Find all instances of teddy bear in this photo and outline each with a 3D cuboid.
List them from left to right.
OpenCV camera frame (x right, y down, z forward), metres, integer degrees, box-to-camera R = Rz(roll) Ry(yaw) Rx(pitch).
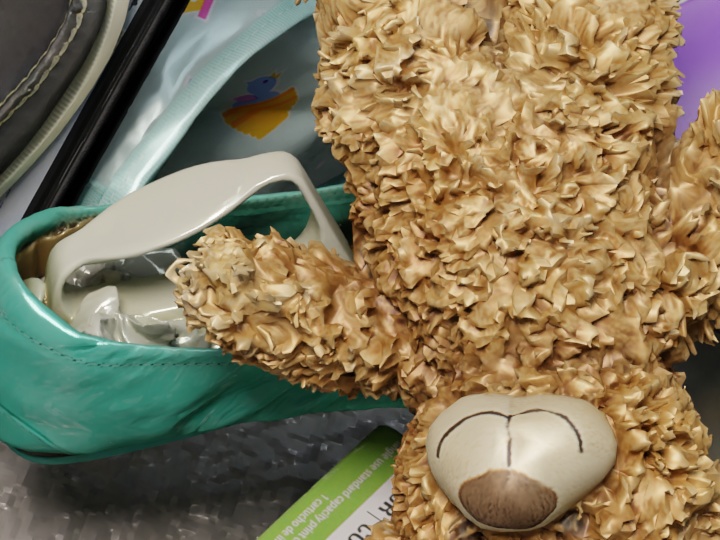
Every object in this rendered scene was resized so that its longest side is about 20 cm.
[{"bbox_3d":[0.034,-0.014,0.611,0.145,0.067,0.201,13,79,-2],"label":"teddy bear"}]

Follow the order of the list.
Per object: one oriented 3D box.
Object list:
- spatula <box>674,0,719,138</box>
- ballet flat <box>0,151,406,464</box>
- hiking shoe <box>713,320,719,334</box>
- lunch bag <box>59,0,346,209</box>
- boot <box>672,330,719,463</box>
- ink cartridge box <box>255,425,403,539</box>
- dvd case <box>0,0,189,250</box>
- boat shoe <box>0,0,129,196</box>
[{"bbox_3d":[0.072,-0.106,0.733,0.056,0.021,0.200,-24,66,9],"label":"spatula"},{"bbox_3d":[0.000,0.000,0.671,0.199,0.071,0.067,-11,48,-10],"label":"ballet flat"},{"bbox_3d":[0.121,0.065,0.733,0.200,0.087,0.074,26,43,7],"label":"hiking shoe"},{"bbox_3d":[-0.080,-0.082,0.785,0.170,0.122,0.200,35,39,14],"label":"lunch bag"},{"bbox_3d":[0.129,0.080,0.649,0.075,0.097,0.200,-45,104,-19],"label":"boot"},{"bbox_3d":[0.038,0.149,0.623,0.200,0.076,0.148,33,44,16],"label":"ink cartridge box"},{"bbox_3d":[-0.120,-0.072,0.688,0.143,0.200,0.018,36,22,11],"label":"dvd case"},{"bbox_3d":[-0.139,-0.024,0.654,0.072,0.200,0.068,55,17,-6],"label":"boat shoe"}]
